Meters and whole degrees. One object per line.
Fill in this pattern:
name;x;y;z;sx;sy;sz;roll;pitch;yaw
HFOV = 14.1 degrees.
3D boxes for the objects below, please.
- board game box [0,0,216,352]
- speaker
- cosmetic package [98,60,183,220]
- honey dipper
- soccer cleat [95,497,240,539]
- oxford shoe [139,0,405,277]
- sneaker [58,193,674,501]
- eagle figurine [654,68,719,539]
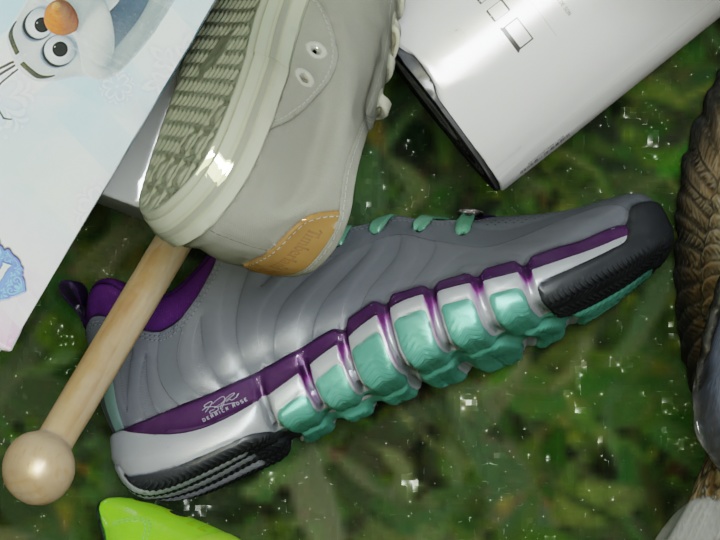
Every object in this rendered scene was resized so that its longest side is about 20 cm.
board game box;-0.142;-0.110;0.871;0.199;0.043;0.200;30;100;-12
speaker;0.098;-0.118;0.953;0.200;0.081;0.081;-39;85;0
cosmetic package;-0.137;-0.121;0.983;0.199;0.052;0.152;19;85;4
honey dipper;-0.061;-0.007;0.933;0.038;0.038;0.201;26;60;4
soccer cleat;-0.094;0.171;0.961;0.081;0.067;0.201;28;92;28
oxford shoe;-0.016;-0.069;0.901;0.058;0.201;0.075;34;131;-17
sneaker;0.000;0.000;0.958;0.199;0.074;0.088;-23;77;0
eagle figurine;0.146;0.014;0.915;0.151;0.151;0.201;-28;103;-39
